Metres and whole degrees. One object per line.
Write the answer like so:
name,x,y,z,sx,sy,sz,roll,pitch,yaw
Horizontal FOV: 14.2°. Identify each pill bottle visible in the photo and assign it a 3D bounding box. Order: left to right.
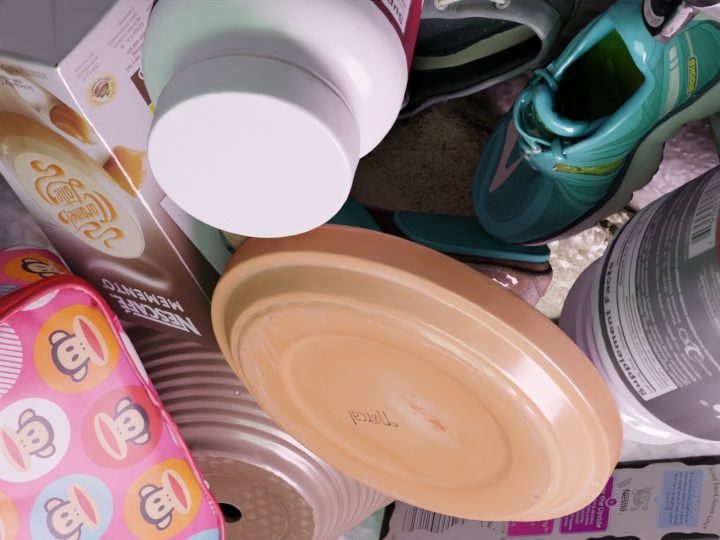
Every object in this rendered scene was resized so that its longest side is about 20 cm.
pill bottle,-0.030,-0.114,1.227,0.113,0.200,0.113,7,138,6
pill bottle,0.170,0.012,1.244,0.116,0.116,0.200,25,159,-14

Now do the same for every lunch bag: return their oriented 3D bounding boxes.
lunch bag,-0.177,0.106,1.415,0.176,0.082,0.200,-34,120,-14

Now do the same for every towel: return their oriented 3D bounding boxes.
towel,0.068,-0.003,1.451,0.200,0.036,0.148,36,132,-25

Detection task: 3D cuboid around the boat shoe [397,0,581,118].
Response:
boat shoe,0.009,-0.103,1.333,0.200,0.062,0.073,-15,132,27

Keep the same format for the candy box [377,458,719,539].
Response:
candy box,0.125,0.175,1.616,0.200,0.061,0.136,-6,135,19

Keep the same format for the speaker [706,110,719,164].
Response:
speaker,0.213,-0.028,1.351,0.088,0.088,0.200,-2,136,15

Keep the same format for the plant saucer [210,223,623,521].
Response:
plant saucer,0.021,0.055,1.312,0.200,0.032,0.200,22,150,13

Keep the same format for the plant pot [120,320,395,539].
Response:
plant pot,-0.064,0.096,1.549,0.201,0.093,0.201,7,139,6

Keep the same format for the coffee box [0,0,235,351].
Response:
coffee box,-0.110,-0.060,1.368,0.114,0.080,0.200,15,148,43

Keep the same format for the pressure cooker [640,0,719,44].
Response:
pressure cooker,0.197,-0.163,1.141,0.200,0.176,0.179,28,158,-16

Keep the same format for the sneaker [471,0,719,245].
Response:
sneaker,0.097,-0.074,1.294,0.080,0.078,0.200,-17,161,-35

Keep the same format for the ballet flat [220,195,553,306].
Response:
ballet flat,0.000,0.000,1.355,0.200,0.068,0.067,14,113,-27
